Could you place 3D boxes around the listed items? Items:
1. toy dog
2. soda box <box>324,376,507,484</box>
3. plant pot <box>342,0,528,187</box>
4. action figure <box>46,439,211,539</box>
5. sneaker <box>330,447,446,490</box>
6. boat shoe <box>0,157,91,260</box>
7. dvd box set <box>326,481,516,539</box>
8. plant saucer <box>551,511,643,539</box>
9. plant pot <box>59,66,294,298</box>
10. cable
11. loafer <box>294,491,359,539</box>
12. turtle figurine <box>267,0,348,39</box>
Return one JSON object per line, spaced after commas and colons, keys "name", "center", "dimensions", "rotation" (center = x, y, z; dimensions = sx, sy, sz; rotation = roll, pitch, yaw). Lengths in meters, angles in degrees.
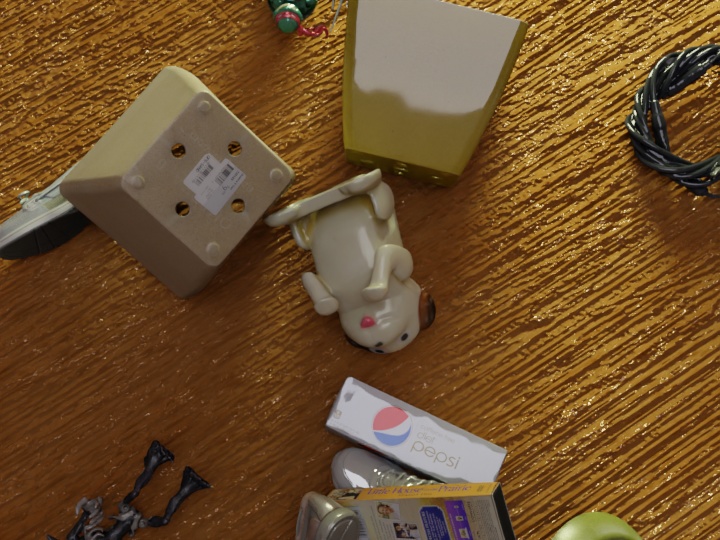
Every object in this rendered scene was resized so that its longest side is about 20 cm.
{"name": "toy dog", "center": [0.000, 0.000, 1.227], "dimensions": [0.139, 0.194, 0.201], "rotation": [-21, 95, 10]}
{"name": "soda box", "center": [0.061, 0.192, 1.222], "dimensions": [0.199, 0.068, 0.064], "rotation": [24, 77, 3]}
{"name": "plant pot", "center": [0.068, -0.202, 1.256], "dimensions": [0.199, 0.200, 0.177], "rotation": [13, 89, 1]}
{"name": "action figure", "center": [-0.261, 0.285, 1.173], "dimensions": [0.119, 0.102, 0.200], "rotation": [40, 77, -5]}
{"name": "sneaker", "center": [0.061, 0.250, 1.187], "dimensions": [0.200, 0.099, 0.078], "rotation": [33, 51, 0]}
{"name": "boat shoe", "center": [-0.348, -0.086, 1.268], "dimensions": [0.202, 0.074, 0.065], "rotation": [-38, 76, -14]}
{"name": "dvd box set", "center": [0.070, 0.297, 1.140], "dimensions": [0.199, 0.029, 0.147], "rotation": [-10, 106, 29]}
{"name": "plant saucer", "center": [0.267, 0.363, 1.159], "dimensions": [0.199, 0.031, 0.201], "rotation": [7, 77, -34]}
{"name": "plant pot", "center": [-0.186, -0.099, 1.188], "dimensions": [0.200, 0.177, 0.200], "rotation": [43, 78, -16]}
{"name": "cable", "center": [0.422, -0.197, 1.339], "dimensions": [0.163, 0.051, 0.201], "rotation": [26, 80, 9]}
{"name": "loafer", "center": [-0.048, 0.330, 1.164], "dimensions": [0.063, 0.072, 0.201], "rotation": [31, 120, 40]}
{"name": "turtle figurine", "center": [-0.083, -0.365, 1.325], "dimensions": [0.149, 0.101, 0.201], "rotation": [10, 61, -15]}
